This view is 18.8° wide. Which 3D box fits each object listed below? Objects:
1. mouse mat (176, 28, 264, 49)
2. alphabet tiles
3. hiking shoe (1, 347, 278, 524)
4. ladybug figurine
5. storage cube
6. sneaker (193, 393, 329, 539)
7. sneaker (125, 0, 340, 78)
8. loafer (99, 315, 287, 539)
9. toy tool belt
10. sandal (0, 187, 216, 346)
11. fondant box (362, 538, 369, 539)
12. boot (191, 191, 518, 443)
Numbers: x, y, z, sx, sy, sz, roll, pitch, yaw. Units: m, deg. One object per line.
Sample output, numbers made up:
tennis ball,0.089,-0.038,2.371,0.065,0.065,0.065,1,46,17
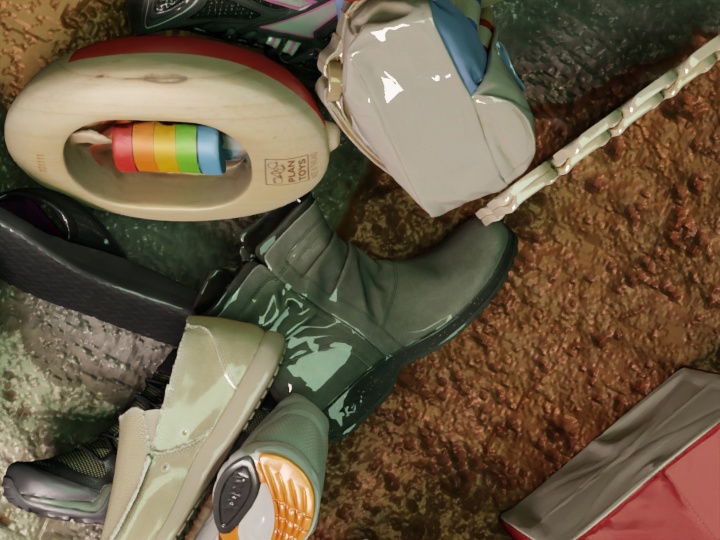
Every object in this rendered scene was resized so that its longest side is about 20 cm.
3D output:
mouse mat,-0.028,-0.213,1.362,0.199,0.008,0.162,13,94,-14
alphabet tiles,0.158,-0.091,1.325,0.200,0.196,0.015,-36,89,-7
hiking shoe,-0.127,0.100,1.351,0.199,0.076,0.101,-6,90,-22
ladybug figurine,-0.111,-0.090,1.302,0.199,0.136,0.072,4,54,2
storage cube,0.217,0.185,1.376,0.171,0.200,0.180,-38,97,-6
sneaker,-0.062,0.157,1.296,0.076,0.092,0.200,30,128,-1
sneaker,-0.040,-0.156,1.324,0.199,0.080,0.087,-10,101,-11
loafer,-0.117,0.112,1.277,0.068,0.076,0.200,31,85,3
toy tool belt,0.030,-0.141,1.279,0.125,0.123,0.200,-21,120,17
sandal,-0.174,-0.010,1.328,0.200,0.075,0.048,26,61,-23
fondant box,-0.021,0.284,1.324,0.200,0.144,0.058,-45,134,3
boot,0.000,0.000,1.342,0.200,0.068,0.131,-44,110,-20
